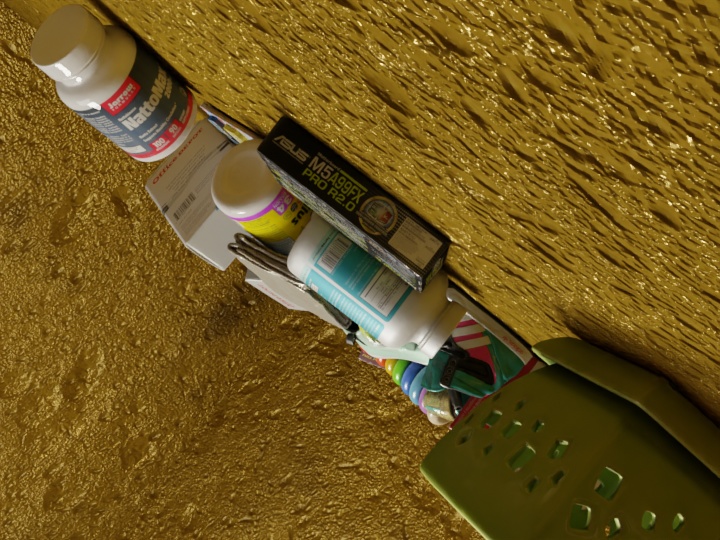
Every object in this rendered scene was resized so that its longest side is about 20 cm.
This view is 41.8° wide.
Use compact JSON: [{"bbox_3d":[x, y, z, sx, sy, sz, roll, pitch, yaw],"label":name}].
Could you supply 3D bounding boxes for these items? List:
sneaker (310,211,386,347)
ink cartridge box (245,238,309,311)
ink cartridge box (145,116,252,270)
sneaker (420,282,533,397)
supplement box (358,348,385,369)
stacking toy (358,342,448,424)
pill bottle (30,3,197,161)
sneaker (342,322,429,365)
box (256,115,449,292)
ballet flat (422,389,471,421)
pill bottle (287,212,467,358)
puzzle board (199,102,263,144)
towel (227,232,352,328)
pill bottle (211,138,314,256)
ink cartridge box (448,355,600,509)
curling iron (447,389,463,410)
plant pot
[{"bbox_3d":[0.000,0.000,1.194,0.105,0.075,0.201,-34,-79,-77],"label":"sneaker"},{"bbox_3d":[-0.053,0.009,1.438,0.199,0.084,0.145,6,162,28],"label":"ink cartridge box"},{"bbox_3d":[-0.217,-0.117,1.387,0.086,0.147,0.200,38,-175,-39],"label":"ink cartridge box"},{"bbox_3d":[0.103,0.088,1.170,0.200,0.121,0.084,39,177,-3],"label":"sneaker"},{"bbox_3d":[0.071,0.111,1.600,0.108,0.061,0.200,21,-163,5],"label":"supplement box"},{"bbox_3d":[0.073,0.145,1.436,0.200,0.085,0.085,38,178,34],"label":"stacking toy"},{"bbox_3d":[-0.310,-0.236,1.186,0.119,0.120,0.200,35,177,38],"label":"pill bottle"},{"bbox_3d":[0.065,0.086,1.343,0.199,0.074,0.118,-6,154,32],"label":"sneaker"},{"bbox_3d":[-0.004,-0.060,0.942,0.200,0.044,0.160,38,178,7],"label":"box"},{"bbox_3d":[0.150,0.153,1.323,0.071,0.071,0.200,37,-147,19],"label":"ballet flat"},{"bbox_3d":[0.023,0.012,1.074,0.200,0.111,0.111,38,177,5],"label":"pill bottle"},{"bbox_3d":[-0.122,-0.147,1.294,0.151,0.017,0.200,36,177,43],"label":"puzzle board"},{"bbox_3d":[-0.087,0.015,1.237,0.132,0.035,0.200,28,170,20],"label":"towel"},{"bbox_3d":[-0.095,-0.076,1.204,0.104,0.104,0.200,36,176,37],"label":"pill bottle"},{"bbox_3d":[0.244,0.219,1.232,0.200,0.145,0.145,36,175,22],"label":"ink cartridge box"},{"bbox_3d":[0.103,0.098,1.266,0.049,0.026,0.201,19,-134,-43],"label":"curling iron"},{"bbox_3d":[0.200,0.177,0.785,0.199,0.182,0.200,39,177,-19],"label":"plant pot"}]
